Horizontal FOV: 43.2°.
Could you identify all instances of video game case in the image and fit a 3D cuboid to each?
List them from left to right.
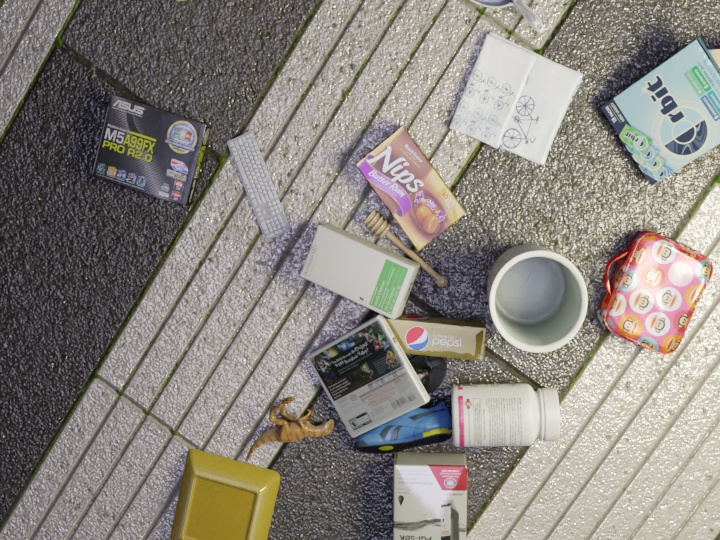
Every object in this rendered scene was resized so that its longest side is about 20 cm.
[{"bbox_3d":[0.012,0.201,1.716,0.198,0.023,0.184,-31,90,35],"label":"video game case"}]

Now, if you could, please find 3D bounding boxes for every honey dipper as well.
[{"bbox_3d":[0.087,-0.037,1.717,0.199,0.038,0.038,42,99,-2],"label":"honey dipper"}]

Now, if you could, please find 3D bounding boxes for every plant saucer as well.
[{"bbox_3d":[-0.274,0.479,1.807,0.196,0.048,0.205,14,97,4],"label":"plant saucer"}]

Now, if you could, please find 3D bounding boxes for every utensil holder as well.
[{"bbox_3d":[0.308,0.041,1.622,0.166,0.200,0.174,1,97,6],"label":"utensil holder"}]

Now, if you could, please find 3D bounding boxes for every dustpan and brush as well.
[{"bbox_3d":[0.263,-0.504,1.632,0.139,0.057,0.201,-39,92,8],"label":"dustpan and brush"}]

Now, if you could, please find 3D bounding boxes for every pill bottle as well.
[{"bbox_3d":[0.268,0.270,1.697,0.195,0.113,0.116,-2,97,6],"label":"pill bottle"}]

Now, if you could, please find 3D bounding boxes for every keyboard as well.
[{"bbox_3d":[-0.195,-0.161,1.743,0.055,0.011,0.204,-21,94,7],"label":"keyboard"}]

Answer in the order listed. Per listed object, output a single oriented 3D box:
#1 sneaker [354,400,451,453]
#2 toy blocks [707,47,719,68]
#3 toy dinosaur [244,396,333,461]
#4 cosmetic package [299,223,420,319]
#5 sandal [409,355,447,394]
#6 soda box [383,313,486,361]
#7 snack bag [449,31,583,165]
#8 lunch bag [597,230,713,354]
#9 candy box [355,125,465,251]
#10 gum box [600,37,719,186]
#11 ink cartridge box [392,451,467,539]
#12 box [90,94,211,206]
[{"bbox_3d":[0.080,0.301,1.753,0.196,0.066,0.080,-16,64,15],"label":"sneaker"},{"bbox_3d":[0.625,-0.315,1.611,0.134,0.100,0.205,1,106,18],"label":"toy blocks"},{"bbox_3d":[-0.151,0.311,1.769,0.196,0.060,0.109,-13,97,7],"label":"toy dinosaur"},{"bbox_3d":[0.000,0.000,1.692,0.196,0.085,0.110,22,98,10],"label":"cosmetic package"},{"bbox_3d":[0.078,0.222,1.742,0.197,0.048,0.077,-26,93,9],"label":"sandal"},{"bbox_3d":[0.138,0.124,1.714,0.195,0.068,0.066,5,98,5],"label":"soda box"},{"bbox_3d":[0.286,-0.310,1.673,0.197,0.021,0.192,24,98,2],"label":"snack bag"},{"bbox_3d":[0.525,0.035,1.660,0.173,0.082,0.203,25,99,3],"label":"lunch bag"},{"bbox_3d":[0.094,-0.154,1.693,0.116,0.056,0.202,-36,93,8],"label":"candy box"},{"bbox_3d":[0.552,-0.276,1.596,0.199,0.044,0.172,-35,89,34],"label":"gum box"},{"bbox_3d":[0.133,0.460,1.747,0.143,0.083,0.205,0,96,5],"label":"ink cartridge box"},{"bbox_3d":[-0.400,-0.229,1.737,0.196,0.044,0.164,18,99,3],"label":"box"}]
